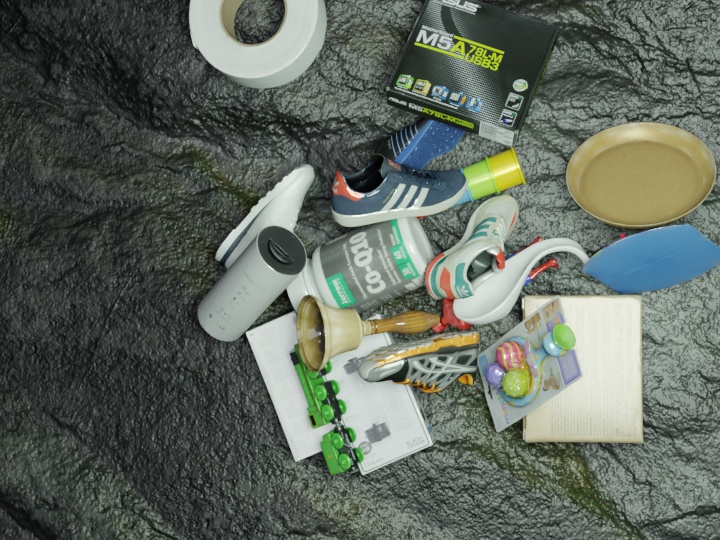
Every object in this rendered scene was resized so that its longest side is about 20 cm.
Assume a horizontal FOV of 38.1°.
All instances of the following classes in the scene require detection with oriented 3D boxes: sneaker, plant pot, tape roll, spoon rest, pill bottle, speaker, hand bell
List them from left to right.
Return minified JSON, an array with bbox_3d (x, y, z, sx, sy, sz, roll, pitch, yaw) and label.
[{"bbox_3d":[-0.156,0.021,1.475,0.082,0.081,0.200,53,134,8],"label":"speaker"},{"bbox_3d":[-0.153,-0.378,1.555,0.200,0.071,0.205,0,87,9],"label":"tape roll"},{"bbox_3d":[-0.126,-0.069,1.539,0.080,0.076,0.200,41,101,1],"label":"sneaker"},{"bbox_3d":[0.000,0.000,1.481,0.198,0.113,0.114,-25,83,16],"label":"pill bottle"},{"bbox_3d":[0.020,0.079,1.440,0.198,0.104,0.106,-4,85,-26],"label":"hand bell"},{"bbox_3d":[0.054,-0.122,1.417,0.198,0.075,0.085,-15,125,-16],"label":"sneaker"},{"bbox_3d":[0.074,-0.184,1.507,0.200,0.070,0.078,-45,45,-11],"label":"sneaker"},{"bbox_3d":[0.089,0.134,1.445,0.198,0.078,0.078,-9,94,-29],"label":"sneaker"},{"bbox_3d":[0.177,-0.028,1.431,0.200,0.093,0.071,-45,122,-28],"label":"sneaker"},{"bbox_3d":[0.215,0.011,1.418,0.198,0.100,0.061,-26,118,5],"label":"spoon rest"},{"bbox_3d":[0.382,-0.126,1.424,0.197,0.028,0.202,-8,48,9],"label":"plant pot"}]

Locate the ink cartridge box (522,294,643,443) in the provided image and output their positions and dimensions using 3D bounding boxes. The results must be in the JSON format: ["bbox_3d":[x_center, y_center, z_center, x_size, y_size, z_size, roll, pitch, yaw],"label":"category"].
[{"bbox_3d":[0.307,0.135,1.446,0.162,0.075,0.203,0,88,11],"label":"ink cartridge box"}]

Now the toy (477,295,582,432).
[{"bbox_3d":[0.211,0.128,1.400,0.200,0.047,0.116,-43,51,47],"label":"toy"}]

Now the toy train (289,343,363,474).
[{"bbox_3d":[-0.051,0.190,1.466,0.056,0.041,0.202,-25,83,42],"label":"toy train"}]

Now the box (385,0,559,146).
[{"bbox_3d":[0.159,-0.291,1.475,0.198,0.048,0.195,21,69,11],"label":"box"}]

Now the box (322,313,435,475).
[{"bbox_3d":[0.019,0.176,1.500,0.116,0.060,0.202,-25,84,8],"label":"box"}]

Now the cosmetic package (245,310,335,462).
[{"bbox_3d":[-0.092,0.168,1.524,0.082,0.051,0.202,-22,84,4],"label":"cosmetic package"}]

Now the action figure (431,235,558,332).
[{"bbox_3d":[0.185,0.030,1.486,0.199,0.052,0.066,-33,78,6],"label":"action figure"}]

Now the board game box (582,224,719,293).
[{"bbox_3d":[0.388,-0.028,1.391,0.157,0.199,0.039,-24,59,32],"label":"board game box"}]

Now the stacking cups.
[{"bbox_3d":[0.138,-0.113,1.500,0.198,0.060,0.061,-23,83,11],"label":"stacking cups"}]
